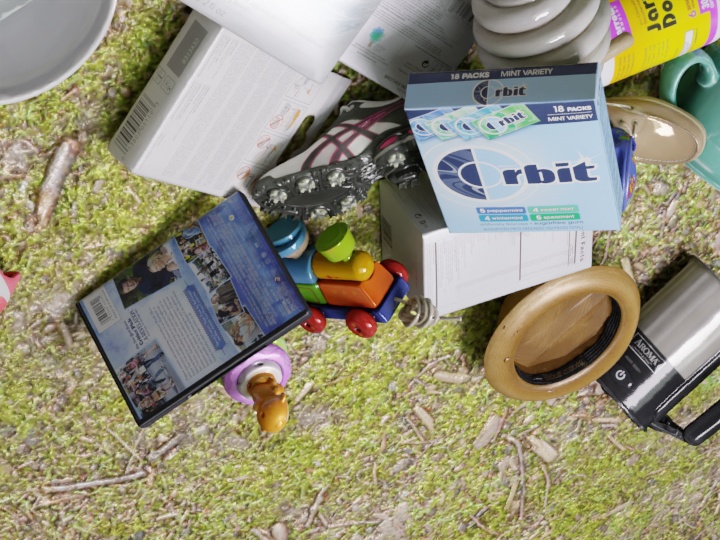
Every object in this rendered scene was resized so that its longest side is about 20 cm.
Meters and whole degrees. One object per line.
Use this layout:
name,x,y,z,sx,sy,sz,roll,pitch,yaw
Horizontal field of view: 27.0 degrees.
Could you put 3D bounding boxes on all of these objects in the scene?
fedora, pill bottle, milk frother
fedora,0.219,0.057,1.704,0.199,0.082,0.202,-13,132,-15
pill bottle,0.256,-0.244,1.484,0.198,0.104,0.105,-23,132,-13
milk frother,0.392,0.110,1.823,0.188,0.181,0.200,-42,176,6

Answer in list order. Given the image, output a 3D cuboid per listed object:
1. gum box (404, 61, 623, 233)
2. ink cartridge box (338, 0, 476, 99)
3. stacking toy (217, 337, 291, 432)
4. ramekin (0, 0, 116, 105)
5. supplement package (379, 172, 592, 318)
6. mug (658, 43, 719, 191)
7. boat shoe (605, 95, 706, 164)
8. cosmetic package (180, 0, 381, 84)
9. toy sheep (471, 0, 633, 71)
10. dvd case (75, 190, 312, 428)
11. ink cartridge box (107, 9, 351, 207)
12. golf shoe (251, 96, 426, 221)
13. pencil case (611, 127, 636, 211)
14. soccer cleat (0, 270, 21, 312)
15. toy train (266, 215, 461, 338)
gum box,0.144,-0.106,1.365,0.168,0.045,0.201,0,148,16
ink cartridge box,0.060,-0.266,1.377,0.136,0.076,0.201,23,111,-42
stacking toy,-0.109,0.085,1.459,0.109,0.200,0.117,16,117,-36
ramekin,-0.299,-0.241,1.177,0.198,0.105,0.202,-15,129,-20
supplement package,0.131,-0.048,1.557,0.198,0.110,0.115,-17,130,-17
mug,0.384,-0.160,1.599,0.184,0.152,0.115,36,107,-3
boat shoe,0.253,-0.141,1.523,0.198,0.065,0.073,15,122,1
cosmetic package,-0.065,-0.300,1.253,0.198,0.123,0.201,26,107,-40
toy sheep,0.163,-0.222,1.340,0.137,0.138,0.201,-32,124,-4
dvd case,-0.160,0.037,1.427,0.199,0.143,0.018,-33,163,7
ink cartridge box,-0.118,-0.148,1.401,0.199,0.050,0.162,11,119,-55
golf shoe,-0.013,-0.111,1.456,0.198,0.089,0.077,-19,148,2
pencil case,0.175,-0.115,1.477,0.198,0.078,0.088,12,86,8
soccer cleat,-0.374,-0.034,1.328,0.077,0.066,0.201,-52,133,-28
toy train,0.000,0.000,1.474,0.085,0.199,0.116,-57,130,-29
